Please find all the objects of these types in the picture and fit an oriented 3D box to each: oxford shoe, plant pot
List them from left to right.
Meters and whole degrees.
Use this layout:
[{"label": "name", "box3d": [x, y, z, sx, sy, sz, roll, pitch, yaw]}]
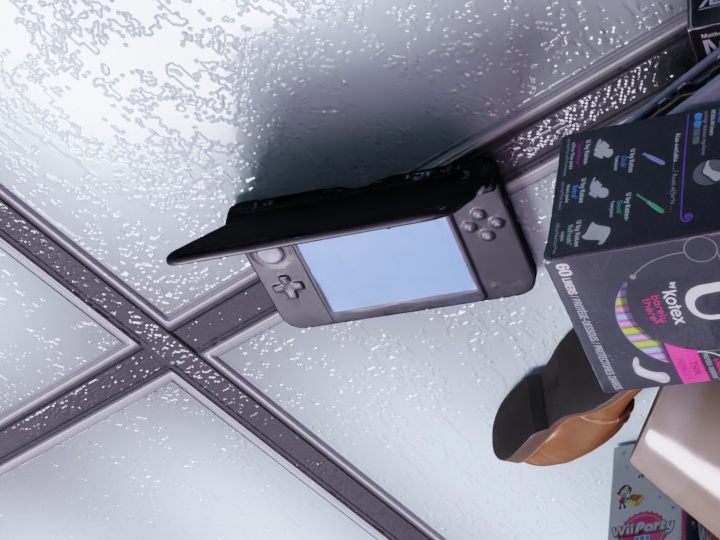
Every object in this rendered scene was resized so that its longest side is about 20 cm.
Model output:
[{"label": "oxford shoe", "box3d": [0.174, 0.087, 1.172, 0.071, 0.072, 0.200, 16, 147, -21]}, {"label": "plant pot", "box3d": [0.284, 0.115, 1.102, 0.172, 0.201, 0.201, 24, 138, 11]}]

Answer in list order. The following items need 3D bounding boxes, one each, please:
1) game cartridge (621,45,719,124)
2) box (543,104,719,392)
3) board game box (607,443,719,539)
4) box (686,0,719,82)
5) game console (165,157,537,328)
[{"label": "game cartridge", "box3d": [0.243, -0.075, 0.943, 0.133, 0.041, 0.200, 36, 135, -16]}, {"label": "box", "box3d": [0.217, -0.017, 0.907, 0.198, 0.107, 0.123, -10, 134, 25]}, {"label": "board game box", "box3d": [0.242, 0.250, 1.220, 0.064, 0.202, 0.148, -16, 131, 26]}, {"label": "box", "box3d": [0.312, -0.102, 0.956, 0.198, 0.048, 0.194, -10, 130, 23]}, {"label": "game console", "box3d": [0.000, 0.000, 1.076, 0.198, 0.117, 0.177, -9, 133, 21]}]
